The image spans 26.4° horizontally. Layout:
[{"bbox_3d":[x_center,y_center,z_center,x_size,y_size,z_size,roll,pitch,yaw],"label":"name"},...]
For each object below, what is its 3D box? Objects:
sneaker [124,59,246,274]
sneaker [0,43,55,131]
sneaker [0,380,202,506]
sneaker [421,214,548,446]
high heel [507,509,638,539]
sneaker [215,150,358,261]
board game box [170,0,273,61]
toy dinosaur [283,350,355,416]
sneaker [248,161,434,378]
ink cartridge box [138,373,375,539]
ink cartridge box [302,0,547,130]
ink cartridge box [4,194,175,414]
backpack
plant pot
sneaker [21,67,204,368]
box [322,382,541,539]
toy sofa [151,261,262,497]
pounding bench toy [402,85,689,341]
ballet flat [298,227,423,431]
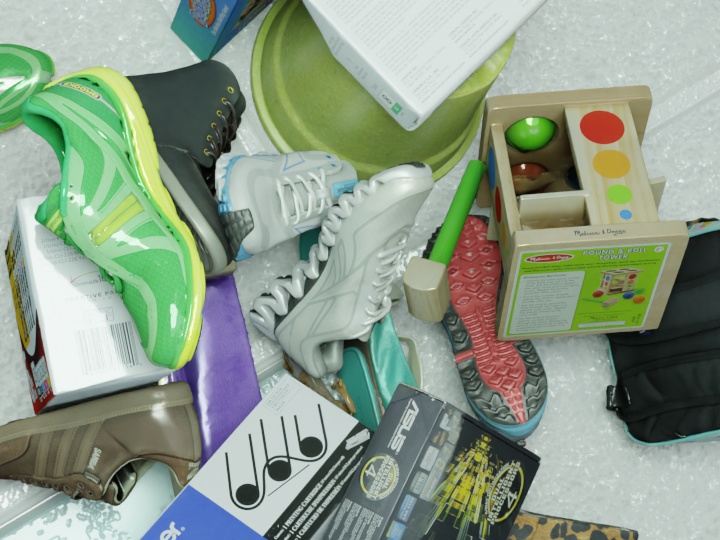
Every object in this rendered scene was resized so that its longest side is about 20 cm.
[{"bbox_3d":[-0.117,-0.090,1.153,0.106,0.075,0.200,-22,57,-20],"label":"sneaker"},{"bbox_3d":[-0.327,-0.144,1.136,0.199,0.084,0.074,0,81,-15],"label":"sneaker"},{"bbox_3d":[-0.201,0.135,1.085,0.200,0.070,0.076,-17,84,28],"label":"sneaker"},{"bbox_3d":[0.096,0.051,1.222,0.079,0.096,0.200,-10,58,1],"label":"sneaker"},{"bbox_3d":[0.132,0.172,1.206,0.142,0.071,0.200,-24,104,-11],"label":"high heel"},{"bbox_3d":[-0.048,-0.059,1.118,0.086,0.200,0.075,-6,102,12],"label":"sneaker"},{"bbox_3d":[-0.066,-0.247,1.160,0.045,0.200,0.152,45,73,-3],"label":"board game box"},{"bbox_3d":[-0.013,0.151,1.174,0.060,0.106,0.201,-5,76,-21],"label":"toy dinosaur"},{"bbox_3d":[0.000,0.000,1.122,0.075,0.200,0.081,-15,61,-48],"label":"sneaker"},{"bbox_3d":[-0.074,0.171,1.042,0.094,0.044,0.200,32,61,19],"label":"ink cartridge box"},{"bbox_3d":[0.023,-0.223,1.070,0.200,0.050,0.161,45,74,0],"label":"ink cartridge box"},{"bbox_3d":[-0.201,0.004,1.085,0.084,0.200,0.176,-10,83,-17],"label":"ink cartridge box"},{"bbox_3d":[0.300,0.043,1.209,0.153,0.200,0.176,-5,82,-36],"label":"backpack"},{"bbox_3d":[0.030,-0.170,1.180,0.200,0.184,0.201,2,81,-14],"label":"plant pot"},{"bbox_3d":[-0.156,-0.027,0.951,0.083,0.074,0.200,-17,76,-26],"label":"sneaker"},{"bbox_3d":[0.038,0.195,1.076,0.161,0.049,0.200,35,79,-50],"label":"box"},{"bbox_3d":[-0.113,0.092,1.148,0.083,0.098,0.201,-12,83,-15],"label":"toy sofa"},{"bbox_3d":[0.122,-0.047,1.150,0.199,0.124,0.156,-4,56,-4],"label":"pounding bench toy"},{"bbox_3d":[0.007,0.048,1.211,0.070,0.067,0.201,-12,84,-40],"label":"ballet flat"}]
